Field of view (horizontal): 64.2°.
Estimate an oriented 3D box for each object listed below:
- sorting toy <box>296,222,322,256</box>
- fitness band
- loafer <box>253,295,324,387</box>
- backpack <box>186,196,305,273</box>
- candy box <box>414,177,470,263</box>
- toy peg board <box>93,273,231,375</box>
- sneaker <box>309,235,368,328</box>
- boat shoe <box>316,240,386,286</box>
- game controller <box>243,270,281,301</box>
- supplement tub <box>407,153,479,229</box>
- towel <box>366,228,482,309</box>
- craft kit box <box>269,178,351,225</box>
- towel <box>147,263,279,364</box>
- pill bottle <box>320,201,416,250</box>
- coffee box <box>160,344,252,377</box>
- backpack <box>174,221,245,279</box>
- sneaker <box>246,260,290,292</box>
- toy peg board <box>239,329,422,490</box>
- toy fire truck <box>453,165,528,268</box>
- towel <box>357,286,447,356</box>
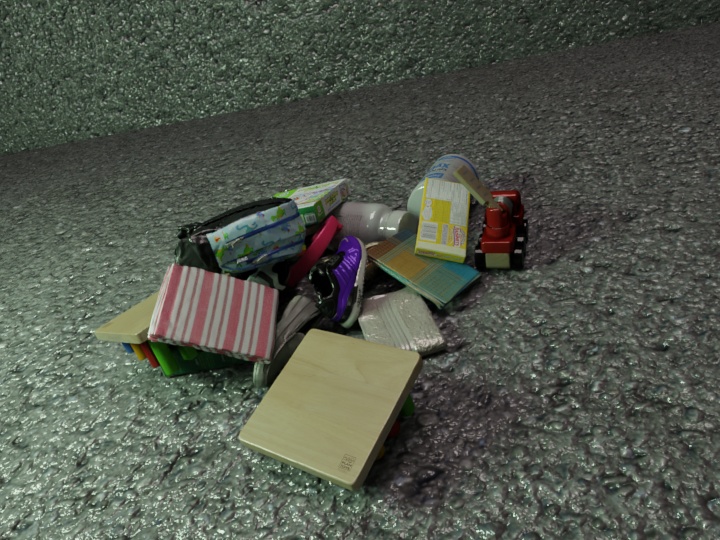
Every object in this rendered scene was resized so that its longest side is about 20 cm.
[{"bbox_3d":[-0.169,-0.085,1.370,0.196,0.071,0.199,6,20,33],"label":"sorting toy"},{"bbox_3d":[-0.102,-0.039,1.201,0.144,0.037,0.200,-55,7,-33],"label":"fitness band"},{"bbox_3d":[-0.123,0.124,1.006,0.069,0.071,0.201,20,48,10],"label":"loafer"},{"bbox_3d":[-0.201,-0.066,1.074,0.199,0.155,0.163,-36,9,-7],"label":"backpack"},{"bbox_3d":[0.172,-0.108,1.183,0.100,0.027,0.202,12,53,1],"label":"candy box"},{"bbox_3d":[-0.339,0.100,1.040,0.197,0.099,0.199,-5,25,46],"label":"toy peg board"},{"bbox_3d":[-0.046,0.002,1.080,0.070,0.098,0.202,-43,33,42],"label":"sneaker"},{"bbox_3d":[0.000,0.000,1.193,0.197,0.076,0.075,-17,59,-5],"label":"boat shoe"},{"bbox_3d":[-0.220,0.037,1.243,0.103,0.042,0.201,-24,27,9],"label":"game controller"},{"bbox_3d":[0.200,-0.183,1.366,0.130,0.134,0.200,3,31,25],"label":"supplement tub"},{"bbox_3d":[0.123,-0.008,1.123,0.199,0.022,0.146,33,42,28],"label":"towel"},{"bbox_3d":[-0.144,-0.141,1.284,0.197,0.049,0.198,-9,19,24],"label":"craft kit box"},{"bbox_3d":[-0.235,0.072,0.950,0.197,0.030,0.148,15,49,-16],"label":"towel"},{"bbox_3d":[0.019,-0.094,1.293,0.197,0.116,0.114,8,34,32],"label":"pill bottle"},{"bbox_3d":[-0.265,0.131,1.074,0.196,0.045,0.124,-11,29,2],"label":"coffee box"},{"bbox_3d":[-0.318,-0.027,1.240,0.164,0.129,0.200,17,4,-12],"label":"backpack"},{"bbox_3d":[-0.171,-0.003,1.162,0.079,0.074,0.201,-27,29,18],"label":"sneaker"},{"bbox_3d":[-0.028,0.206,0.814,0.197,0.099,0.200,8,49,34],"label":"toy peg board"},{"bbox_3d":[0.267,-0.124,1.162,0.127,0.203,0.177,1,31,21],"label":"toy fire truck"},{"bbox_3d":[0.066,0.094,1.026,0.130,0.035,0.201,-16,29,-5],"label":"towel"}]
